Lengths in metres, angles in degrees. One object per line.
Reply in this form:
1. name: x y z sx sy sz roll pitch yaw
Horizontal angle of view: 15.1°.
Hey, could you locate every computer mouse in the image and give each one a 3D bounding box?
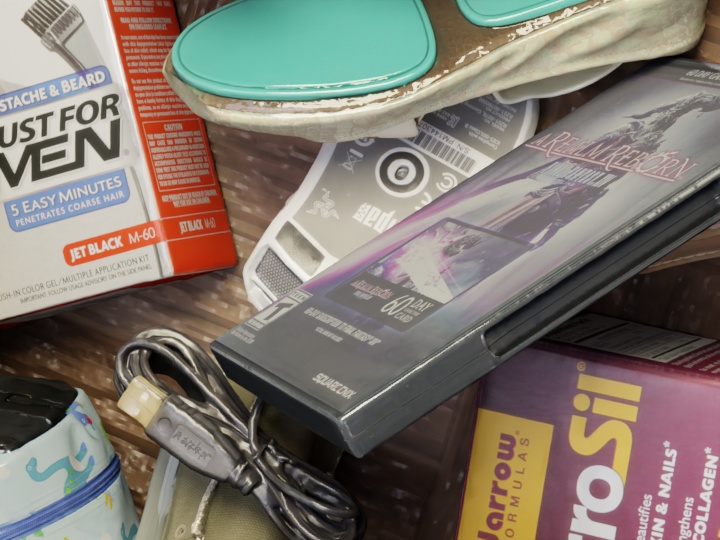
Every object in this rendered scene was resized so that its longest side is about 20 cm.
1. computer mouse: 0.000 0.000 0.992 0.110 0.044 0.200 31 71 12

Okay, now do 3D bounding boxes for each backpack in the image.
1. backpack: -0.183 0.109 1.054 0.200 0.163 0.154 -29 92 14

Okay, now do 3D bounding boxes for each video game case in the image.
1. video game case: 0.055 -0.011 0.906 0.200 0.143 0.019 -34 107 -12

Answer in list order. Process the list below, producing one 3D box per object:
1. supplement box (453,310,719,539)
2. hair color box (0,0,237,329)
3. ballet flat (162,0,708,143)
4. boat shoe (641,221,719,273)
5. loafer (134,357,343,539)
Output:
1. supplement box: 0.140 0.088 0.951 0.200 0.086 0.111 11 99 21
2. hair color box: -0.131 -0.084 1.057 0.111 0.064 0.200 -15 88 23
3. ballet flat: 0.031 -0.076 0.965 0.200 0.062 0.068 -14 49 1
4. boat shoe: 0.181 -0.019 0.933 0.200 0.074 0.069 -14 84 21
5. loafer: -0.045 0.111 1.006 0.070 0.075 0.200 18 79 40
